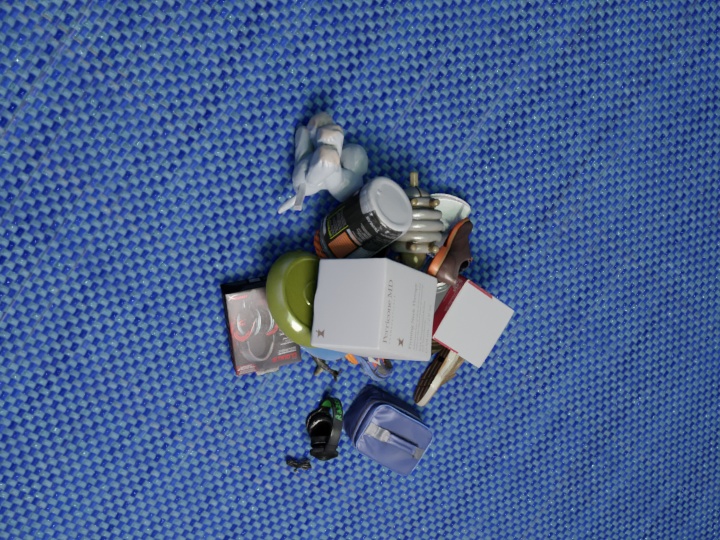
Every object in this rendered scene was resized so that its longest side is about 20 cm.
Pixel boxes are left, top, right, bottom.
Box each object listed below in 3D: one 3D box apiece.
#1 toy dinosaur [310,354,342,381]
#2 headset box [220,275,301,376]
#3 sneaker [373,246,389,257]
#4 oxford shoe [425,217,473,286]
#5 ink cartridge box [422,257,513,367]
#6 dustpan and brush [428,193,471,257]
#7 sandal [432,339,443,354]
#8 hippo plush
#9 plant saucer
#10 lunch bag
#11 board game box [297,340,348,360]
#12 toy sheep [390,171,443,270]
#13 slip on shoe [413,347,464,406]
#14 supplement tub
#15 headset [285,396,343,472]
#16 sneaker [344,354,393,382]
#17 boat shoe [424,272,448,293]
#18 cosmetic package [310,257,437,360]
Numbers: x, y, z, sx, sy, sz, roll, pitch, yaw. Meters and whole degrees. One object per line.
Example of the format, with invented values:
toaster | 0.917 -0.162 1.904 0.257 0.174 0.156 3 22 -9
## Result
toy dinosaur | -0.078 0.186 1.566 0.048 0.087 0.202 -52 153 -26
headset box | -0.208 0.122 1.555 0.145 0.075 0.206 -10 108 -16
sneaker | 0.000 0.000 1.580 0.074 0.085 0.203 25 99 -23
oxford shoe | 0.203 -0.037 1.547 0.072 0.201 0.072 31 138 7
ink cartridge box | 0.205 0.086 1.611 0.144 0.200 0.147 30 93 -24
dustpan and brush | 0.134 -0.123 1.600 0.197 0.057 0.142 29 94 -6
sandal | 0.121 0.160 1.656 0.197 0.056 0.081 8 145 -42
hippo plush | -0.046 -0.198 1.469 0.158 0.158 0.206 16 81 -32
plant saucer | -0.097 0.051 1.470 0.196 0.031 0.205 17 62 -33
lunch bag | 0.069 0.374 1.685 0.197 0.132 0.138 30 95 -22
board game box | -0.081 0.088 1.515 0.155 0.039 0.206 3 71 -38
toy sheep | 0.112 -0.100 1.516 0.134 0.138 0.206 4 92 -18
slip on shoe | 0.197 0.235 1.721 0.060 0.076 0.203 31 87 -16
supplement tub | 0.001 -0.087 1.460 0.122 0.124 0.198 36 137 -23
headset | -0.098 0.372 1.644 0.092 0.125 0.203 12 121 -19
sneaker | 0.024 0.181 1.618 0.078 0.076 0.200 -41 140 7
boat shoe | 0.117 0.050 1.587 0.073 0.197 0.063 -39 110 -46
cosmetic package | 0.029 0.079 1.433 0.198 0.163 0.172 18 75 -53
